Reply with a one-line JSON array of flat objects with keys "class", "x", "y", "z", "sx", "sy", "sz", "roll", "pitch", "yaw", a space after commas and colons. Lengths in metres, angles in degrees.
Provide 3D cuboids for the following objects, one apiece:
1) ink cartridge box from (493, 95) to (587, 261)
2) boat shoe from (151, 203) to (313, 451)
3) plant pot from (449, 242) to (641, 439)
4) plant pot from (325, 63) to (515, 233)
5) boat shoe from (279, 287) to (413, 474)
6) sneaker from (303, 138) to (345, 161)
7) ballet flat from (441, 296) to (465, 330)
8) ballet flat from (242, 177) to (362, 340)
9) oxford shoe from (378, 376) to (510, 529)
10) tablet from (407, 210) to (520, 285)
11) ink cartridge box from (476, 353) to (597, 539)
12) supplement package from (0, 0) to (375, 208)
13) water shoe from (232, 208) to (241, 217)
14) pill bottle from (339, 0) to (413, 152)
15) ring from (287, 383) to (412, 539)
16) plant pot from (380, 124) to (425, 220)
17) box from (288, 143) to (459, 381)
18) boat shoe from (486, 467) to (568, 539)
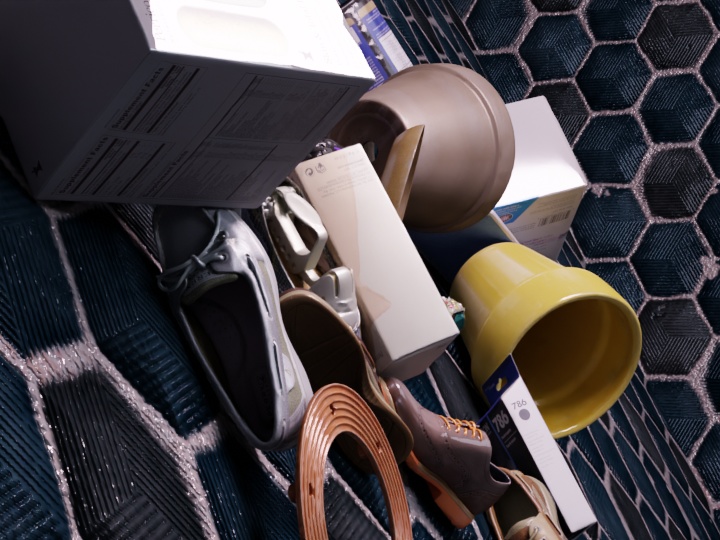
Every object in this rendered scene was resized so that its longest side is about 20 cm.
[{"class": "ink cartridge box", "x": 0.180, "y": -0.097, "z": 2.073, "sx": 0.201, "sy": 0.146, "sz": 0.146, "roll": 103, "pitch": -32, "yaw": -58}, {"class": "boat shoe", "x": -0.094, "y": 0.032, "z": 1.134, "sx": 0.065, "sy": 0.074, "sz": 0.204, "roll": 14, "pitch": 54, "yaw": -77}, {"class": "plant pot", "x": 0.203, "y": 0.067, "z": 1.912, "sx": 0.201, "sy": 0.200, "sz": 0.189, "roll": 48, "pitch": 2, "yaw": -39}, {"class": "plant pot", "x": 0.053, "y": -0.137, "z": 1.833, "sx": 0.173, "sy": 0.199, "sz": 0.201, "roll": -10, "pitch": 68, "yaw": -59}, {"class": "boat shoe", "x": -0.023, "y": 0.080, "z": 1.305, "sx": 0.201, "sy": 0.072, "sz": 0.072, "roll": 54, "pitch": 5, "yaw": -37}, {"class": "sneaker", "x": -0.037, "y": -0.087, "z": 1.628, "sx": 0.100, "sy": 0.069, "sz": 0.200, "roll": 50, "pitch": 11, "yaw": -4}, {"class": "ballet flat", "x": 0.064, "y": 0.047, "z": 1.676, "sx": 0.064, "sy": 0.075, "sz": 0.200, "roll": 53, "pitch": 10, "yaw": 9}, {"class": "ballet flat", "x": -0.043, "y": 0.001, "z": 1.379, "sx": 0.202, "sy": 0.072, "sz": 0.072, "roll": 62, "pitch": 14, "yaw": 14}, {"class": "oxford shoe", "x": 0.071, "y": 0.149, "z": 1.440, "sx": 0.200, "sy": 0.072, "sz": 0.072, "roll": 54, "pitch": 5, "yaw": -42}, {"class": "tablet", "x": 0.152, "y": -0.013, "z": 2.018, "sx": 0.200, "sy": 0.129, "sz": 0.014, "roll": 46, "pitch": 45, "yaw": -44}, {"class": "ink cartridge box", "x": 0.174, "y": 0.199, "z": 1.713, "sx": 0.202, "sy": 0.039, "sz": 0.100, "roll": 64, "pitch": -24, "yaw": 19}, {"class": "supplement package", "x": -0.128, "y": -0.148, "z": 1.085, "sx": 0.199, "sy": 0.151, "sz": 0.153, "roll": 0, "pitch": 56, "yaw": -46}, {"class": "water shoe", "x": -0.131, "y": -0.098, "z": 1.333, "sx": 0.201, "sy": 0.071, "sz": 0.080, "roll": -97, "pitch": 180, "yaw": -62}, {"class": "pill bottle", "x": 0.014, "y": -0.237, "z": 2.016, "sx": 0.201, "sy": 0.111, "sz": 0.112, "roll": 57, "pitch": 13, "yaw": -9}, {"class": "ring", "x": -0.006, "y": 0.180, "z": 1.134, "sx": 0.200, "sy": 0.019, "sz": 0.203, "roll": -14, "pitch": 90, "yaw": -70}, {"class": "plant pot", "x": 0.025, "y": -0.050, "z": 1.590, "sx": 0.027, "sy": 0.202, "sz": 0.200, "roll": 15, "pitch": 16, "yaw": 3}, {"class": "box", "x": 0.000, "y": 0.000, "z": 1.448, "sx": 0.201, "sy": 0.077, "sz": 0.095, "roll": 62, "pitch": -29, "yaw": 16}, {"class": "boat shoe", "x": 0.169, "y": 0.275, "z": 1.582, "sx": 0.074, "sy": 0.076, "sz": 0.201, "roll": 39, "pitch": 15, "yaw": -41}]
